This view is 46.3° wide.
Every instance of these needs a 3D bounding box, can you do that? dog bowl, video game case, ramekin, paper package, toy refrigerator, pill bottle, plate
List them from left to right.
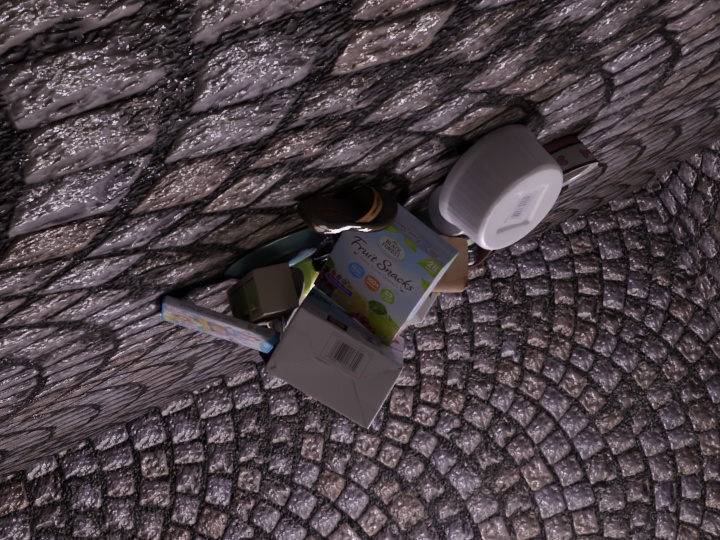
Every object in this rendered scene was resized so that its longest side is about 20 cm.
[{"bbox_3d":[-0.243,0.095,1.446,0.199,0.018,0.143,19,162,-9],"label":"video game case"},{"bbox_3d":[-0.171,0.048,1.423,0.070,0.076,0.200,-12,174,-23],"label":"toy refrigerator"},{"bbox_3d":[-0.139,-0.023,1.445,0.199,0.026,0.200,-25,172,-4],"label":"plate"},{"bbox_3d":[0.069,-0.016,1.518,0.190,0.104,0.200,3,-179,31],"label":"paper package"},{"bbox_3d":[0.221,-0.129,1.569,0.200,0.113,0.113,-19,171,-46],"label":"pill bottle"},{"bbox_3d":[0.235,-0.129,1.375,0.200,0.098,0.201,-30,150,-19],"label":"ramekin"},{"bbox_3d":[0.386,-0.207,1.745,0.199,0.074,0.200,-25,174,-3],"label":"dog bowl"}]

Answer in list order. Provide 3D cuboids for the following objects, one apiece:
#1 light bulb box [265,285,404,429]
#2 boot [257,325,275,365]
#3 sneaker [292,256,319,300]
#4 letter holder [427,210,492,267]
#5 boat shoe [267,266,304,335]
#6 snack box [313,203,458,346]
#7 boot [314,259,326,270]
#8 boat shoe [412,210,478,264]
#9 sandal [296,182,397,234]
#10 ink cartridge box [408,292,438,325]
[{"bbox_3d":[-0.037,0.140,1.431,0.125,0.198,0.200,-59,-177,10],"label":"light bulb box"},{"bbox_3d":[-0.161,0.130,1.790,0.079,0.211,0.158,-44,162,19],"label":"boot"},{"bbox_3d":[-0.159,0.037,1.603,0.200,0.078,0.090,-31,167,34],"label":"sneaker"},{"bbox_3d":[0.197,-0.063,1.851,0.100,0.143,0.200,-24,173,-13],"label":"letter holder"},{"bbox_3d":[-0.142,0.057,1.526,0.072,0.060,0.202,-52,161,-34],"label":"boat shoe"},{"bbox_3d":[0.036,-0.004,1.360,0.068,0.168,0.200,-40,165,-50],"label":"snack box"},{"bbox_3d":[0.000,0.000,1.685,0.199,0.065,0.186,-15,-149,-41],"label":"boot"},{"bbox_3d":[0.159,-0.065,1.655,0.075,0.061,0.200,-19,-152,-18],"label":"boat shoe"},{"bbox_3d":[-0.009,-0.099,1.221,0.200,0.082,0.055,-8,140,-47],"label":"sandal"},{"bbox_3d":[0.096,0.020,1.729,0.147,0.086,0.200,-16,-148,48],"label":"ink cartridge box"}]
